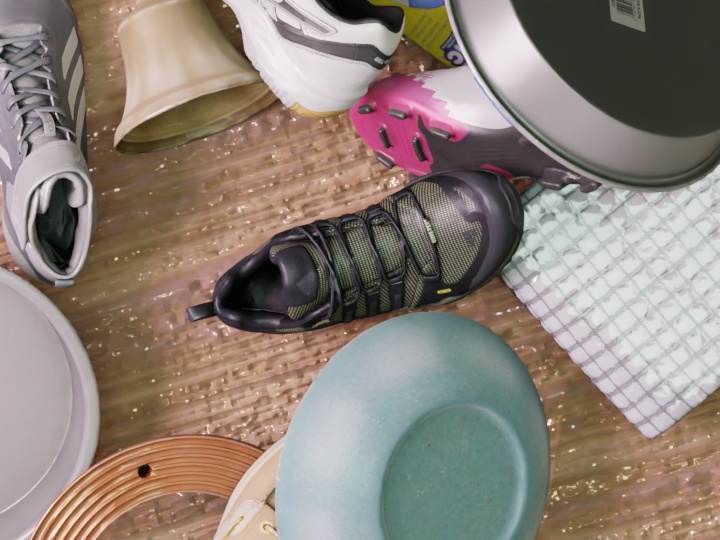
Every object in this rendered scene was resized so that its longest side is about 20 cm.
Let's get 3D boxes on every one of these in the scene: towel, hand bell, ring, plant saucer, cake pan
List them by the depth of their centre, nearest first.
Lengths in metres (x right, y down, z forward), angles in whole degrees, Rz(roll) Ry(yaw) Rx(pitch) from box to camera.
[{"bbox_3d":[0.138,-0.138,1.638,0.200,0.037,0.200,18,54,-26],"label":"cake pan"},{"bbox_3d":[0.043,0.125,1.720,0.201,0.039,0.201,-6,101,-35],"label":"plant saucer"},{"bbox_3d":[-0.252,0.080,1.734,0.200,0.037,0.200,-2,108,-6],"label":"cake pan"},{"bbox_3d":[-0.128,-0.178,1.742,0.104,0.104,0.200,-21,80,0],"label":"hand bell"},{"bbox_3d":[0.188,-0.023,1.747,0.200,0.086,0.166,-41,89,0],"label":"towel"},{"bbox_3d":[-0.106,0.190,1.759,0.200,0.019,0.200,-4,104,-14],"label":"ring"}]

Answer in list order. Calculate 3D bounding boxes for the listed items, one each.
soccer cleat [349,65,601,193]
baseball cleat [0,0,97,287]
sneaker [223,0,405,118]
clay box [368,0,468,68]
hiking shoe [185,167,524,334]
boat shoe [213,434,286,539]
[{"bbox_3d":[0.087,-0.090,1.716,0.086,0.200,0.070,-50,130,-31],"label":"soccer cleat"},{"bbox_3d":[-0.181,-0.090,1.721,0.070,0.106,0.200,-14,99,-14],"label":"baseball cleat"},{"bbox_3d":[-0.051,-0.185,1.700,0.200,0.076,0.088,48,123,2],"label":"sneaker"},{"bbox_3d":[0.045,-0.189,1.719,0.200,0.115,0.048,36,49,-2],"label":"clay box"},{"bbox_3d":[0.000,0.000,1.698,0.200,0.101,0.076,-23,91,32],"label":"hiking shoe"},{"bbox_3d":[-0.056,0.175,1.722,0.074,0.069,0.200,35,93,-21],"label":"boat shoe"}]
